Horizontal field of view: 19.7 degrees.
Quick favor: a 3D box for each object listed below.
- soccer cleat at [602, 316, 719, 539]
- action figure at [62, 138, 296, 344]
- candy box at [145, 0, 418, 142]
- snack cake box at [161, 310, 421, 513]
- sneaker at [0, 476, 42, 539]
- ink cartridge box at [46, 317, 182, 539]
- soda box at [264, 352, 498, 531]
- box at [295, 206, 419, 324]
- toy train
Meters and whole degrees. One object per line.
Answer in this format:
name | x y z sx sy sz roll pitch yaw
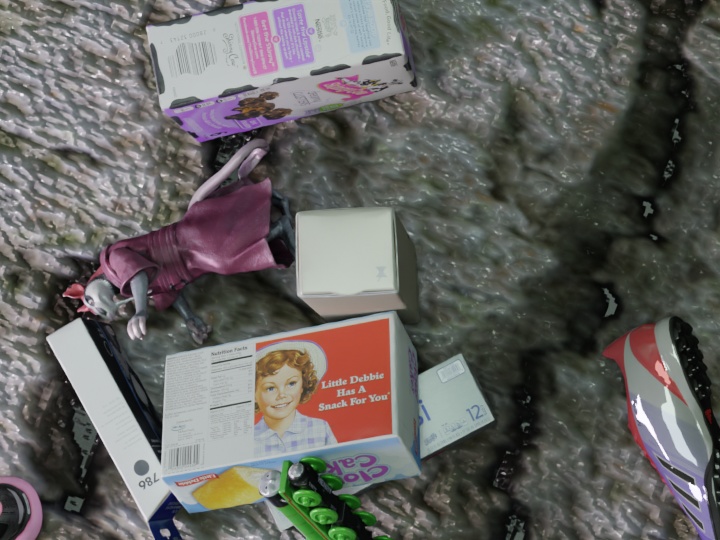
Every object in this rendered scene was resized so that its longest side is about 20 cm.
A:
soccer cleat | 0.258 0.141 1.687 0.073 0.068 0.202 -19 86 27
action figure | -0.152 -0.017 1.702 0.198 0.134 0.150 -16 82 1
candy box | -0.059 -0.171 1.690 0.198 0.168 0.072 -13 84 5
snack cake box | -0.055 0.113 1.650 0.198 0.067 0.116 -11 54 14
sneaker | -0.366 0.225 1.719 0.199 0.095 0.080 -25 84 4
ink cartridge box | -0.186 0.135 1.707 0.039 0.099 0.201 -29 83 4
soda box | 0.012 0.141 1.701 0.199 0.068 0.064 -28 82 3
box | 0.000 0.000 1.650 0.081 0.200 0.069 -3 81 5
toy train | -0.019 0.207 1.644 0.056 0.200 0.042 -10 52 26
